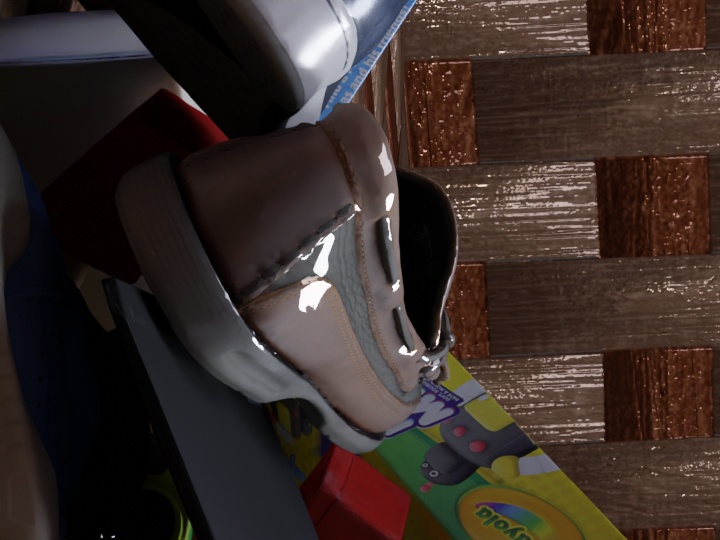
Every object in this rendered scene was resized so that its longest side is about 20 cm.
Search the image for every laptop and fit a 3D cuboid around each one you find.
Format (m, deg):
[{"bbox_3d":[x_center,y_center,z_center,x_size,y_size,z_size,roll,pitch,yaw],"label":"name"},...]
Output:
[{"bbox_3d":[-0.052,0.120,0.673,0.200,0.103,0.177,-59,171,-1],"label":"laptop"}]

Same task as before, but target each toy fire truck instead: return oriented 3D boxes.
[{"bbox_3d":[-0.065,0.067,0.820,0.200,0.141,0.049,-53,-177,14],"label":"toy fire truck"}]

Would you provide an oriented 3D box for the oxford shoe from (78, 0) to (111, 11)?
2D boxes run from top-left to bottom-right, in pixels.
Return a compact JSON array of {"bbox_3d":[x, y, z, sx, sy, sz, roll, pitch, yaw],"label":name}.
[{"bbox_3d":[-0.077,-0.118,0.969,0.200,0.084,0.073,169,-71,-74],"label":"oxford shoe"}]

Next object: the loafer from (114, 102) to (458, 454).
[{"bbox_3d":[0.000,0.000,0.720,0.072,0.063,0.200,63,9,11],"label":"loafer"}]

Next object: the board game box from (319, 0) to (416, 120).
[{"bbox_3d":[0.007,-0.135,0.965,0.200,0.037,0.151,-55,-161,23],"label":"board game box"}]

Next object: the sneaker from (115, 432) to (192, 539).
[{"bbox_3d":[-0.087,0.128,0.737,0.084,0.074,0.201,83,17,-54],"label":"sneaker"}]

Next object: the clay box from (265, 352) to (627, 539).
[{"bbox_3d":[0.029,0.095,0.885,0.200,0.047,0.115,47,-30,47],"label":"clay box"}]

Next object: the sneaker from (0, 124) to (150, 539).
[{"bbox_3d":[-0.089,0.063,0.663,0.111,0.076,0.201,64,16,-55],"label":"sneaker"}]

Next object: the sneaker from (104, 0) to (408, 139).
[{"bbox_3d":[0.008,-0.100,0.729,0.077,0.146,0.202,47,-9,-8],"label":"sneaker"}]

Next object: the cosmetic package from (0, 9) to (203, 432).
[{"bbox_3d":[-0.076,0.026,0.891,0.105,0.071,0.201,-78,165,-78],"label":"cosmetic package"}]
